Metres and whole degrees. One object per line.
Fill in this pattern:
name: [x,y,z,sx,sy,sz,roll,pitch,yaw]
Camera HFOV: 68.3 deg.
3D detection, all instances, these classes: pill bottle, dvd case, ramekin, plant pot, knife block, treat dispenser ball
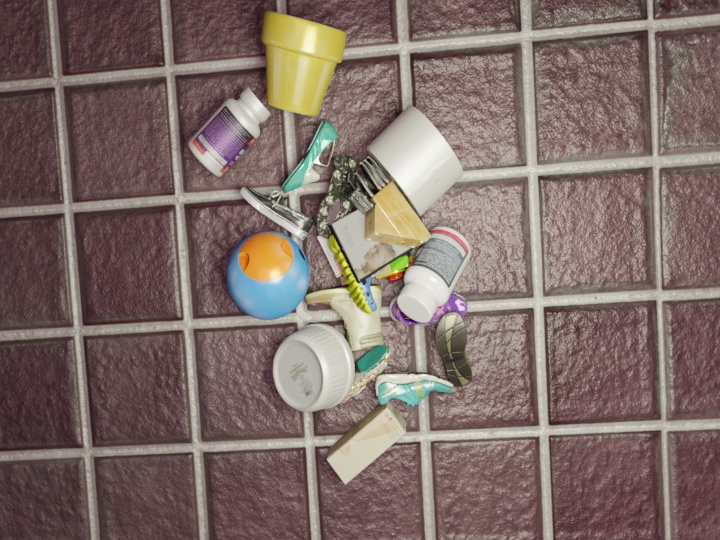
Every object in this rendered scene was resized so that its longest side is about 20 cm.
pill bottle: [-0.313,-0.338,1.284,0.200,0.111,0.112,-44,90,5]
dvd case: [0.038,-0.082,1.224,0.196,0.017,0.146,-30,91,-26]
ramekin: [-0.119,0.235,1.264,0.194,0.104,0.210,2,94,31]
plant pot: [-0.141,-0.474,1.236,0.193,0.202,0.196,14,110,3]
pill bottle: [0.166,0.011,1.225,0.118,0.120,0.202,34,62,1]
knife block: [0.064,-0.156,1.205,0.192,0.064,0.183,8,77,-21]
treat dispenser ball: [-0.216,0.012,1.251,0.192,0.201,0.210,0,93,4]

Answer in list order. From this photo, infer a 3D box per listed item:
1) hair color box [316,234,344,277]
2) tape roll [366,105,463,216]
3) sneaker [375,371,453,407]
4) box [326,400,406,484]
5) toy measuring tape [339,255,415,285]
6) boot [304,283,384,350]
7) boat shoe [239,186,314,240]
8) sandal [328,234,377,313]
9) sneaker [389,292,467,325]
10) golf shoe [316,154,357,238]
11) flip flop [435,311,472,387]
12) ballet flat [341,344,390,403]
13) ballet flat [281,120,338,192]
hair color box: [0.003,-0.081,1.301,0.195,0.064,0.114,-30,90,3]
tape roll: [0.124,-0.249,1.216,0.138,0.203,0.204,-41,90,4]
sneaker: [0.130,0.289,1.291,0.191,0.078,0.083,1,83,-8]
box: [0.016,0.419,1.310,0.199,0.095,0.078,-41,89,3]
toy measuring tape: [0.046,0.002,1.301,0.193,0.074,0.076,-17,92,9]
boot: [-0.039,0.119,1.309,0.191,0.072,0.162,-4,92,2]
boat shoe: [-0.203,-0.158,1.304,0.196,0.074,0.069,34,95,0]
sandal: [0.000,0.000,1.237,0.085,0.079,0.207,-23,97,-21]
sneaker: [0.166,0.099,1.287,0.191,0.088,0.084,-2,91,3]
golf shoe: [-0.052,-0.172,1.275,0.074,0.088,0.208,18,85,-3]
flip flop: [0.229,0.189,1.295,0.078,0.058,0.206,-14,114,10]
ballet flat: [0.004,0.261,1.324,0.197,0.076,0.064,-36,121,9]
ballet flat: [-0.116,-0.263,1.297,0.069,0.067,0.204,32,93,-9]
